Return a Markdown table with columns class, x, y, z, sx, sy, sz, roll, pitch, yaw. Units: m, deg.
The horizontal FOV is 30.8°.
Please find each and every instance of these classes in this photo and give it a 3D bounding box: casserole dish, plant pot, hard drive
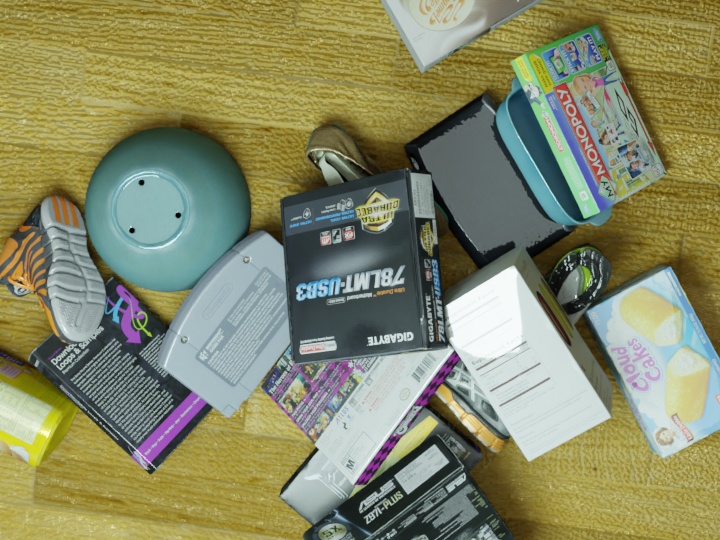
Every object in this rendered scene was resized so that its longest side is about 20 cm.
| class | x | y | z | sx | sy | sz | roll | pitch | yaw |
| --- | --- | --- | --- | --- | --- | --- | --- | --- | --- |
| casserole dish | 0.225 | -0.137 | 1.534 | 0.121 | 0.039 | 0.200 | -35 | 95 | -43 |
| plant pot | -0.233 | -0.071 | 1.525 | 0.200 | 0.135 | 0.201 | 0 | 92 | 1 |
| hard drive | 0.156 | -0.099 | 1.563 | 0.135 | 0.042 | 0.200 | -33 | 92 | 2 |

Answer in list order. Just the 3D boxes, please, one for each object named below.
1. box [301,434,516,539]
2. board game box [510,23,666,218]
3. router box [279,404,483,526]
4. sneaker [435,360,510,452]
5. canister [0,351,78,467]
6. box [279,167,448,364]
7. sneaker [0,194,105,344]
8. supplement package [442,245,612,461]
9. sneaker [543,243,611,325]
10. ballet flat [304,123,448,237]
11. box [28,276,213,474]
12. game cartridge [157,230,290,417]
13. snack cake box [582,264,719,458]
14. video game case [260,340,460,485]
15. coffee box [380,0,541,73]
| class | x | y | z | sx | sy | sz | roll | pitch | yaw |
| --- | --- | --- | --- | --- | --- | --- | --- | --- | --- |
| box | 0.063 | 0.317 | 1.505 | 0.200 | 0.086 | 0.164 | -37 | 117 | -3 |
| board game box | 0.269 | -0.177 | 1.528 | 0.134 | 0.029 | 0.200 | -27 | 93 | -37 |
| router box | 0.025 | 0.243 | 1.576 | 0.157 | 0.052 | 0.200 | 41 | 92 | -2 |
| sneaker | 0.119 | 0.124 | 1.562 | 0.077 | 0.078 | 0.200 | -43 | 101 | 1 |
| canister | -0.440 | 0.143 | 1.533 | 0.200 | 0.149 | 0.087 | 27 | 98 | -2 |
| box | 0.000 | 0.000 | 1.469 | 0.200 | 0.050 | 0.199 | -9 | 81 | 40 |
| sneaker | -0.366 | 0.018 | 1.536 | 0.112 | 0.078 | 0.200 | -37 | 51 | 28 |
| supplement package | 0.186 | 0.091 | 1.473 | 0.109 | 0.114 | 0.200 | -32 | 96 | 17 |
| sneaker | 0.228 | 0.047 | 1.556 | 0.074 | 0.081 | 0.200 | 41 | 112 | 1 |
| ballet flat | 0.012 | -0.093 | 1.546 | 0.200 | 0.072 | 0.068 | 42 | 135 | -1 |
| box | -0.272 | 0.123 | 1.549 | 0.200 | 0.036 | 0.143 | 44 | 57 | -2 |
| game cartridge | -0.142 | 0.058 | 1.539 | 0.133 | 0.040 | 0.200 | 43 | 80 | -31 |
| snack cake box | 0.358 | 0.107 | 1.557 | 0.115 | 0.067 | 0.200 | -28 | 92 | 1 |
| video game case | -0.001 | 0.117 | 1.523 | 0.181 | 0.036 | 0.200 | 42 | 102 | 31 |
| coffee box | 0.131 | -0.333 | 1.534 | 0.200 | 0.080 | 0.115 | -29 | 92 | 2 |
